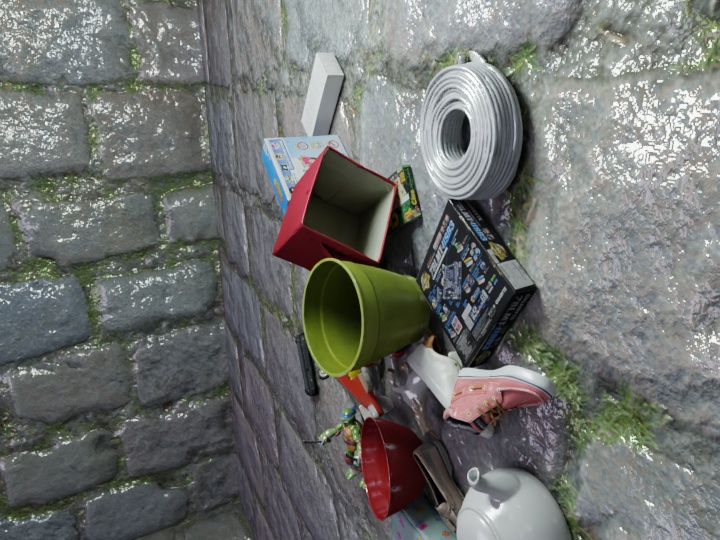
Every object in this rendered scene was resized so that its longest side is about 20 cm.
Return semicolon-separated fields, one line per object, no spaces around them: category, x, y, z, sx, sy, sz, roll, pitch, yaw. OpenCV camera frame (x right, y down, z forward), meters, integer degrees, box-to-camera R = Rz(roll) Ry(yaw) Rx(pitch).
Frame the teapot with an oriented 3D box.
teapot;0.213;0.415;0.823;0.204;0.142;0.199;66;151;28

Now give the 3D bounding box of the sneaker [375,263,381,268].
sneaker;0.000;0.000;1.252;0.200;0.105;0.072;-8;-94;-85

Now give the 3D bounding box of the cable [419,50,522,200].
cable;0.163;-0.209;0.819;0.201;0.067;0.204;55;144;43

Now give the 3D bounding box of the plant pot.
plant pot;0.022;0.079;0.994;0.198;0.189;0.207;4;95;54

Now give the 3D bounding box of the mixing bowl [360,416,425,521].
mixing bowl;0.076;0.410;1.136;0.200;0.105;0.207;178;90;-74

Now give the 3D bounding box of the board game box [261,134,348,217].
board game box;-0.111;-0.225;1.255;0.203;0.191;0.056;65;150;31

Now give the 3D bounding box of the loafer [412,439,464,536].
loafer;0.159;0.435;1.038;0.204;0.061;0.072;68;151;26

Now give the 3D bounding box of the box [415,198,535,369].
box;0.177;0.022;0.888;0.203;0.048;0.201;108;145;-45

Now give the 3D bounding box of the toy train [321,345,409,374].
toy train;-0.002;0.138;1.141;0.086;0.194;0.118;80;172;-51

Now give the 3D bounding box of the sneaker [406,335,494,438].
sneaker;0.169;0.195;0.937;0.085;0.072;0.200;-49;62;9

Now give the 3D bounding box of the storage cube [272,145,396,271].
storage cube;-0.054;-0.098;1.070;0.179;0.168;0.205;-30;40;58

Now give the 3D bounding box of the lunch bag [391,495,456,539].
lunch bag;0.137;0.586;1.117;0.199;0.075;0.166;32;126;59

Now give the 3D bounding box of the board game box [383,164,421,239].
board game box;0.061;-0.130;1.120;0.199;0.023;0.108;-32;71;63

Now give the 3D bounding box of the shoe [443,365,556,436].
shoe;0.202;0.201;0.809;0.092;0.071;0.199;-59;18;-22

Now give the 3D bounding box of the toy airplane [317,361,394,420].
toy airplane;0.007;0.249;1.252;0.198;0.142;0.200;26;159;50

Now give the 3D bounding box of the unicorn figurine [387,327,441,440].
unicorn figurine;0.113;0.221;1.057;0.138;0.072;0.205;53;143;46

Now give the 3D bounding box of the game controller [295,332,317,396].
game controller;-0.177;0.308;1.757;0.104;0.041;0.206;133;126;-76

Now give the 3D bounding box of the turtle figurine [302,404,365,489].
turtle figurine;-0.043;0.464;1.356;0.201;0.140;0.199;-60;-44;-60

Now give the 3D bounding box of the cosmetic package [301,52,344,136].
cosmetic package;-0.095;-0.420;1.326;0.202;0.049;0.084;115;141;-50
